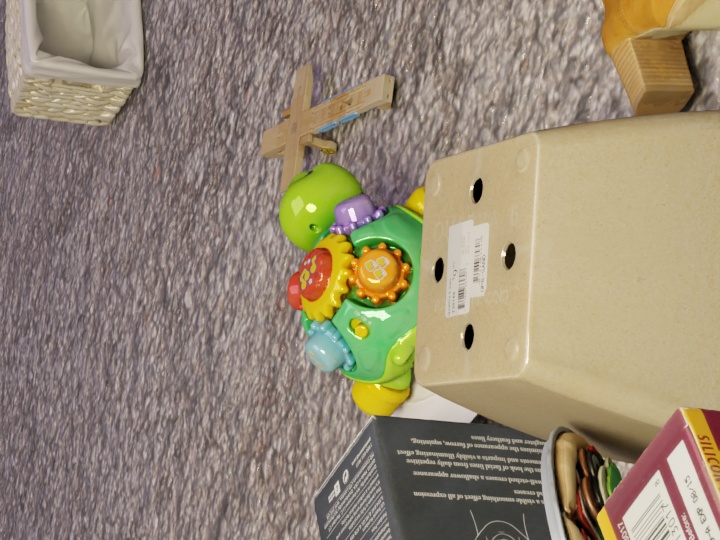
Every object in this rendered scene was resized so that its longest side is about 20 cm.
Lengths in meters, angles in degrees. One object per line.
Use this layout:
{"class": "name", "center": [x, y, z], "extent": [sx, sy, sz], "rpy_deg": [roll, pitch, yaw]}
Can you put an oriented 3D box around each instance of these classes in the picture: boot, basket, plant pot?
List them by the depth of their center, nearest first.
{"class": "plant pot", "center": [0.141, 0.006, 1.194], "extent": [0.200, 0.176, 0.201], "rpy_deg": [-11, 74, 63]}
{"class": "boot", "center": [0.196, -0.201, 1.251], "extent": [0.201, 0.070, 0.145], "rpy_deg": [123, 142, -52]}
{"class": "basket", "center": [-0.329, -0.274, 2.316], "extent": [0.123, 0.135, 0.201], "rpy_deg": [129, 141, -52]}

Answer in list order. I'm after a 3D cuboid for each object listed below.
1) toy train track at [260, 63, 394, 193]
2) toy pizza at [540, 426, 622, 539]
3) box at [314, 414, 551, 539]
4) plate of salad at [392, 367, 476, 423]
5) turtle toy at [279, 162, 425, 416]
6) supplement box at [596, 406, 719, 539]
{"class": "toy train track", "center": [-0.022, -0.128, 1.752], "extent": [0.200, 0.032, 0.115], "rpy_deg": [-19, 59, 56]}
{"class": "toy pizza", "center": [0.153, 0.180, 1.151], "extent": [0.032, 0.200, 0.201], "rpy_deg": [-21, 55, 16]}
{"class": "box", "center": [0.071, 0.208, 1.322], "extent": [0.107, 0.148, 0.201], "rpy_deg": [123, 145, -43]}
{"class": "plate of salad", "center": [0.069, 0.034, 1.491], "extent": [0.200, 0.048, 0.201], "rpy_deg": [-37, 44, 47]}
{"class": "turtle toy", "center": [0.000, 0.000, 1.475], "extent": [0.146, 0.101, 0.200], "rpy_deg": [-57, 32, 27]}
{"class": "supplement box", "center": [0.225, 0.138, 0.948], "extent": [0.086, 0.199, 0.111], "rpy_deg": [-60, 34, 38]}
